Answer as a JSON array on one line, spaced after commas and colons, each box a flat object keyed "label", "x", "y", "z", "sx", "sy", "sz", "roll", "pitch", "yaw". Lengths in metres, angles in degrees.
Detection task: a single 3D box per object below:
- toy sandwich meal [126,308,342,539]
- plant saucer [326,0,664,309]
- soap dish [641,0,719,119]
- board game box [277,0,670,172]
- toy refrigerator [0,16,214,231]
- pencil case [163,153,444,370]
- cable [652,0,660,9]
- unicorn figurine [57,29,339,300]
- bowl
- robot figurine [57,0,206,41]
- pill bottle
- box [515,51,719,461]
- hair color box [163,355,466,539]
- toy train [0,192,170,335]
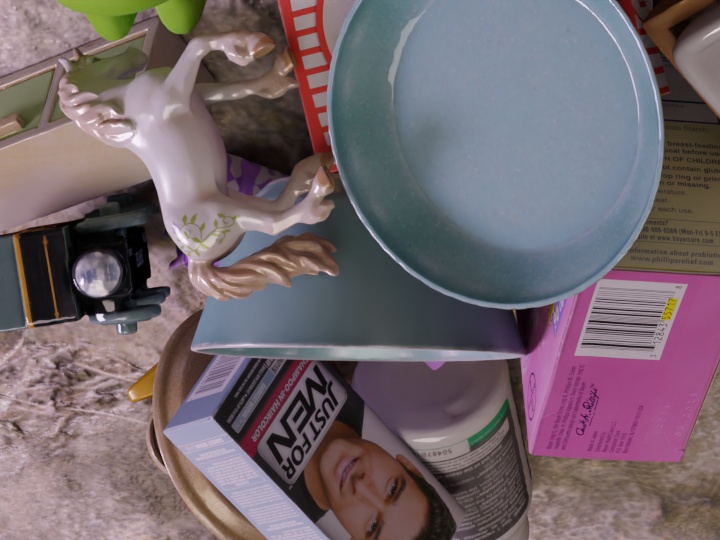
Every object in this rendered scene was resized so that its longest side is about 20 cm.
[{"label": "toy sandwich meal", "x": -0.077, "y": 0.114, "z": 1.373, "sx": 0.205, "sy": 0.205, "sz": 0.070, "roll": 35, "pitch": 139, "yaw": -28}, {"label": "plant saucer", "x": 0.075, "y": -0.080, "z": 1.031, "sx": 0.200, "sy": 0.036, "sz": 0.200, "roll": 10, "pitch": 109, "yaw": 31}, {"label": "soap dish", "x": 0.274, "y": -0.136, "z": 1.032, "sx": 0.200, "sy": 0.081, "sz": 0.157, "roll": -29, "pitch": 122, "yaw": 31}, {"label": "board game box", "x": 0.056, "y": -0.148, "z": 1.087, "sx": 0.200, "sy": 0.046, "sz": 0.152, "roll": -13, "pitch": 94, "yaw": 22}, {"label": "toy refrigerator", "x": -0.197, "y": -0.087, "z": 1.240, "sx": 0.200, "sy": 0.076, "sz": 0.070, "roll": -16, "pitch": 134, "yaw": 27}, {"label": "pencil case", "x": -0.026, "y": -0.008, "z": 1.295, "sx": 0.200, "sy": 0.086, "sz": 0.084, "roll": 19, "pitch": 149, "yaw": -14}, {"label": "cable", "x": 0.238, "y": -0.185, "z": 1.075, "sx": 0.200, "sy": 0.051, "sz": 0.163, "roll": -27, "pitch": 128, "yaw": 35}, {"label": "unicorn figurine", "x": -0.094, "y": -0.076, "z": 1.096, "sx": 0.137, "sy": 0.200, "sz": 0.074, "roll": -23, "pitch": 161, "yaw": 14}, {"label": "bowl", "x": 0.000, "y": 0.000, "z": 1.180, "sx": 0.200, "sy": 0.105, "sz": 0.201, "roll": 2, "pitch": 174, "yaw": 0}, {"label": "robot figurine", "x": -0.139, "y": -0.219, "z": 1.047, "sx": 0.175, "sy": 0.116, "sz": 0.200, "roll": -3, "pitch": 138, "yaw": 20}, {"label": "pill bottle", "x": 0.065, "y": 0.138, "z": 1.428, "sx": 0.113, "sy": 0.113, "sz": 0.200, "roll": -3, "pitch": 137, "yaw": 12}, {"label": "box", "x": 0.153, "y": -0.019, "z": 1.159, "sx": 0.097, "sy": 0.200, "sz": 0.176, "roll": 4, "pitch": 140, "yaw": -5}, {"label": "hair color box", "x": -0.027, "y": 0.135, "z": 1.307, "sx": 0.061, "sy": 0.099, "sz": 0.200, "roll": -19, "pitch": 120, "yaw": 47}, {"label": "toy train", "x": -0.186, "y": -0.002, "z": 1.268, "sx": 0.114, "sy": 0.200, "sz": 0.085, "roll": -7, "pitch": 95, "yaw": -2}]
